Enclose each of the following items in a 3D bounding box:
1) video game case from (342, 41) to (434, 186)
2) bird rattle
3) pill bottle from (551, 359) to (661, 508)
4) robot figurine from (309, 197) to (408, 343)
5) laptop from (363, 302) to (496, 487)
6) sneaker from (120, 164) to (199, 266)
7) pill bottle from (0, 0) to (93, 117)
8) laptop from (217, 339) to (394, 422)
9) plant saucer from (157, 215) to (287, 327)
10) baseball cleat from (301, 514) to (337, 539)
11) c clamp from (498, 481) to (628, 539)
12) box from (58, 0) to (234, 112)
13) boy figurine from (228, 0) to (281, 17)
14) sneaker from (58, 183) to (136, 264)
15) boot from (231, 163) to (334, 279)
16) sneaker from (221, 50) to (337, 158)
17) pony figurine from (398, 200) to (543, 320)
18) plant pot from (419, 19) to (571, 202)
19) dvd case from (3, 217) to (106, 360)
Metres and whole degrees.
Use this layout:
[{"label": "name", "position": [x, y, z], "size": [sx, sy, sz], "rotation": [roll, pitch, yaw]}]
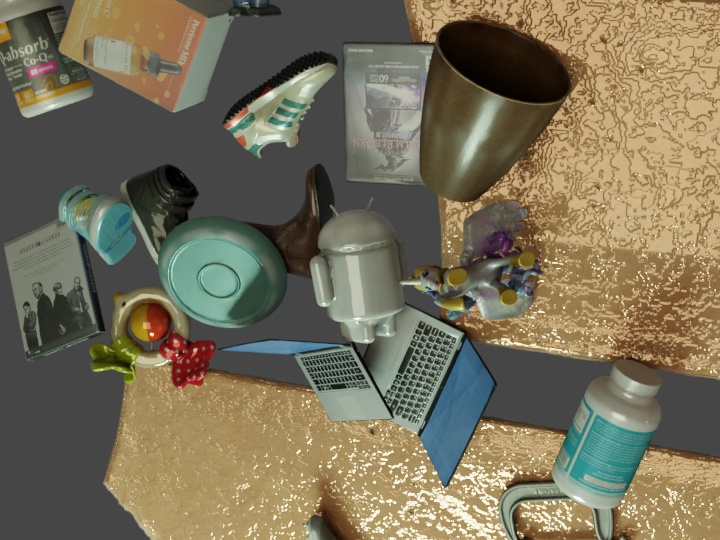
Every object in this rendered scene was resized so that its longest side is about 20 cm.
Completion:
[{"label": "video game case", "position": [0.045, -0.221, 1.672], "size": [0.142, 0.019, 0.201], "rotation": [4, 108, 17]}, {"label": "bird rattle", "position": [-0.326, 0.106, 1.860], "size": [0.199, 0.113, 0.164], "rotation": [-3, 90, 16]}, {"label": "pill bottle", "position": [0.354, 0.228, 1.669], "size": [0.110, 0.111, 0.201], "rotation": [23, 114, 9]}, {"label": "robot figurine", "position": [0.000, 0.000, 1.684], "size": [0.113, 0.169, 0.201], "rotation": [2, 102, 48]}, {"label": "laptop", "position": [0.084, 0.175, 1.729], "size": [0.199, 0.116, 0.188], "rotation": [26, 113, 8]}, {"label": "sneaker", "position": [-0.277, -0.071, 1.796], "size": [0.099, 0.071, 0.201], "rotation": [-30, 92, 29]}, {"label": "pill bottle", "position": [-0.481, -0.337, 1.750], "size": [0.116, 0.116, 0.201], "rotation": [-14, 103, 22]}, {"label": "laptop", "position": [-0.082, 0.165, 1.741], "size": [0.187, 0.116, 0.201], "rotation": [-14, 107, 60]}, {"label": "plant saucer", "position": [-0.209, 0.011, 1.764], "size": [0.199, 0.027, 0.201], "rotation": [5, 125, 7]}, {"label": "baseball cleat", "position": [-0.022, 0.475, 1.905], "size": [0.106, 0.070, 0.201], "rotation": [-11, 113, 14]}, {"label": "c clamp", "position": [0.308, 0.396, 1.786], "size": [0.199, 0.027, 0.172], "rotation": [0, 108, 18]}, {"label": "box", "position": [-0.305, -0.345, 1.696], "size": [0.199, 0.106, 0.153], "rotation": [28, 114, 8]}, {"label": "boy figurine", "position": [-0.158, -0.453, 1.635], "size": [0.124, 0.064, 0.201], "rotation": [11, 110, 44]}, {"label": "sneaker", "position": [-0.410, -0.090, 1.784], "size": [0.130, 0.200, 0.080], "rotation": [42, 70, 8]}, {"label": "boot", "position": [-0.138, -0.071, 1.759], "size": [0.199, 0.064, 0.187], "rotation": [5, 111, 21]}, {"label": "sneaker", "position": [-0.099, -0.234, 1.697], "size": [0.199, 0.070, 0.093], "rotation": [-29, 115, 22]}, {"label": "pony figurine", "position": [0.166, 0.002, 1.609], "size": [0.192, 0.200, 0.167], "rotation": [-14, 98, -14]}, {"label": "plant pot", "position": [0.155, -0.196, 1.573], "size": [0.186, 0.187, 0.201], "rotation": [28, 129, 7]}, {"label": "dvd case", "position": [-0.489, 0.026, 1.882], "size": [0.150, 0.025, 0.201], "rotation": [-20, 76, 23]}]
